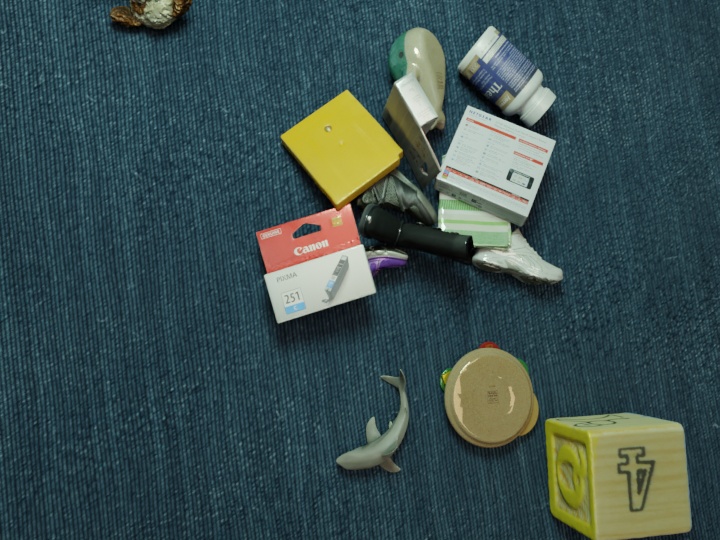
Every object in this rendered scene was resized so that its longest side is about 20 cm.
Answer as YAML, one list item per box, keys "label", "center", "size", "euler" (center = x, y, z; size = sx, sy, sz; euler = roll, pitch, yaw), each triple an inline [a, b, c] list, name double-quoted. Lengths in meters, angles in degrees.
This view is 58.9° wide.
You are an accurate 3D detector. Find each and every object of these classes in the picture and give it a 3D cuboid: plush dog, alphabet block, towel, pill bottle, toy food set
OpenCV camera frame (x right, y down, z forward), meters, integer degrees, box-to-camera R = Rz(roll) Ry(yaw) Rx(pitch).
- label: "plush dog"
  center: [-0.408, -0.558, 1.230]
  size: [0.195, 0.160, 0.176]
  euler: [-8, 101, 18]
- label: "alphabet block"
  center: [0.493, 0.392, 1.240]
  size: [0.194, 0.195, 0.202]
  euler: [-2, 83, -8]
- label: "towel"
  center: [0.234, -0.143, 1.305]
  size: [0.148, 0.023, 0.205]
  euler: [3, 73, 1]
- label: "pill bottle"
  center: [0.306, -0.396, 1.326]
  size: [0.199, 0.111, 0.112]
  euler: [41, 80, -3]
- label: "toy food set"
  center: [0.261, 0.252, 1.288]
  size: [0.196, 0.049, 0.203]
  euler: [-19, 88, -10]

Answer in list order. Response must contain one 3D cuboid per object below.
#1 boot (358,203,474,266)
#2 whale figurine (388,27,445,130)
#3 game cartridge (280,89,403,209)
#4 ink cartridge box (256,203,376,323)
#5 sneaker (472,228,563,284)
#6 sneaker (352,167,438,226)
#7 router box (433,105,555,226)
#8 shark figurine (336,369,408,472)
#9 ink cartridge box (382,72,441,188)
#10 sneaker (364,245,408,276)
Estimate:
- label: "boot"
  center: [0.110, -0.063, 1.200]
  size: [0.196, 0.164, 0.067]
  euler: [20, 94, 21]
- label: "whale figurine"
  center: [0.117, -0.382, 1.299]
  size: [0.102, 0.158, 0.205]
  euler: [-8, 98, 33]
- label: "game cartridge"
  center: [-0.035, -0.241, 1.260]
  size: [0.175, 0.033, 0.201]
  euler: [-36, 70, -10]
- label: "ink cartridge box"
  center: [-0.086, -0.015, 1.200]
  size: [0.195, 0.045, 0.181]
  euler: [-17, 89, -1]
- label: "sneaker"
  center: [0.332, -0.034, 1.315]
  size: [0.195, 0.078, 0.102]
  euler: [17, 79, -8]
- label: "sneaker"
  center: [0.059, -0.139, 1.281]
  size: [0.199, 0.076, 0.115]
  euler: [42, 82, 0]
- label: "router box"
  center: [0.271, -0.213, 1.289]
  size: [0.196, 0.049, 0.183]
  euler: [24, 74, 8]
- label: "shark figurine"
  center: [0.060, 0.311, 1.232]
  size: [0.127, 0.089, 0.217]
  euler: [32, 82, -6]
- label: "ink cartridge box"
  center: [0.110, -0.261, 1.228]
  size: [0.044, 0.200, 0.179]
  euler: [-29, 91, -5]
- label: "sneaker"
  center: [0.000, 0.000, 1.268]
  size: [0.195, 0.081, 0.086]
  euler: [-12, 100, 0]
